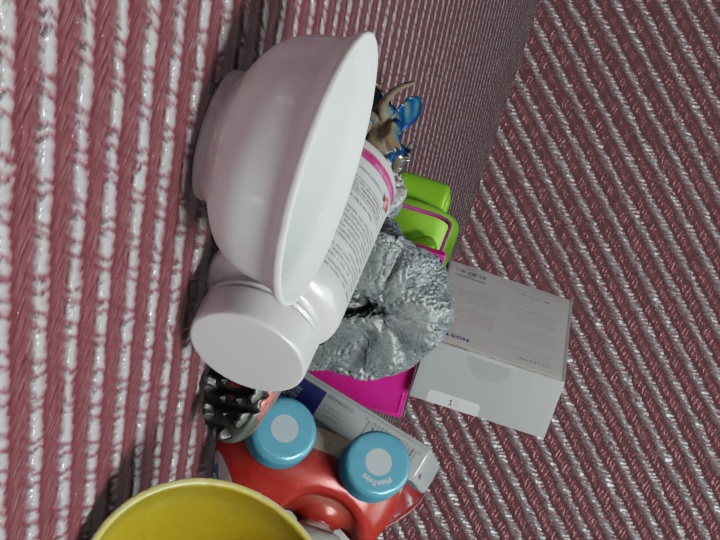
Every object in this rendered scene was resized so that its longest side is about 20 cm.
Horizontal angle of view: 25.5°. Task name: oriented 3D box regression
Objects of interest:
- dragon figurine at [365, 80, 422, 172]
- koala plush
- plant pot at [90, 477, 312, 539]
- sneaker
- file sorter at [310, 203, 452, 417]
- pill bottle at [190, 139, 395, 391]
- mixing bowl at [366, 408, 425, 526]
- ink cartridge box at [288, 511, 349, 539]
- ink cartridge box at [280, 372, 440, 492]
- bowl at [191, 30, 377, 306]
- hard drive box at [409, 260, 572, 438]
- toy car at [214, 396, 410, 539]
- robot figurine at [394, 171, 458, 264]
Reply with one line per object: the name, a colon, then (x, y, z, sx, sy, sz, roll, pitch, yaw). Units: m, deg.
dragon figurine: (0.030, -0.163, 1.711, 0.200, 0.059, 0.100, 99, 11, -52)
koala plush: (0.000, 0.000, 1.539, 0.200, 0.183, 0.178, -86, -169, -70)
plant pot: (-0.133, 0.272, 1.175, 0.142, 0.199, 0.201, -47, -164, 55)
sneaker: (-0.073, 0.062, 1.380, 0.098, 0.071, 0.201, 46, 59, -57)
file sorter: (0.012, 0.030, 1.747, 0.126, 0.138, 0.201, -63, 169, -64)
pill bottle: (-0.054, -0.011, 1.256, 0.114, 0.113, 0.201, 98, 12, -53)
mixing bowl: (-0.037, 0.212, 1.741, 0.200, 0.199, 0.109, -53, 130, -68)
ink cartridge box: (-0.103, 0.329, 1.574, 0.088, 0.145, 0.200, 101, 9, -48)
ink cartridge box: (-0.014, 0.156, 1.597, 0.043, 0.196, 0.200, -58, 168, -9)
bowl: (-0.061, -0.084, 1.122, 0.201, 0.090, 0.202, 18, 90, -82)
hard drive box: (0.149, 0.083, 1.768, 0.200, 0.155, 0.077, -67, 174, -64)
toy car: (-0.066, 0.242, 1.437, 0.184, 0.176, 0.201, 129, -20, -67)
robot figurine: (0.051, -0.018, 1.987, 0.175, 0.115, 0.201, 75, 34, -80)
